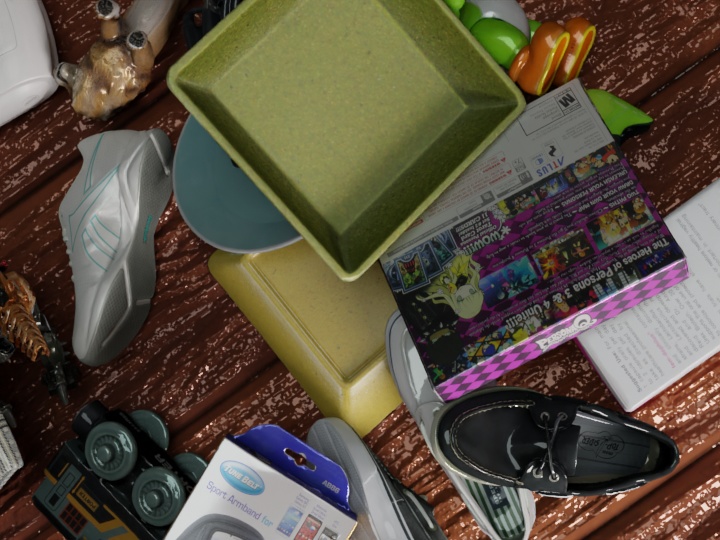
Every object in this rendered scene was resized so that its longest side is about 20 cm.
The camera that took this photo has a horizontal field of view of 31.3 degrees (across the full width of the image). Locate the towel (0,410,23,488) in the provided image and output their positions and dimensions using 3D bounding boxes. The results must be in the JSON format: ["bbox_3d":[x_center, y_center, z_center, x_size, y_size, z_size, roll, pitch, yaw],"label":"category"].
[{"bbox_3d":[-0.347,0.110,1.026,0.034,0.200,0.194,-20,75,-39],"label":"towel"}]

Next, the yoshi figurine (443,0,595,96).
[{"bbox_3d":[0.088,-0.221,1.019,0.198,0.113,0.112,29,68,24],"label":"yoshi figurine"}]

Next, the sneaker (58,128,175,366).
[{"bbox_3d":[-0.212,-0.021,1.069,0.079,0.070,0.203,6,78,20],"label":"sneaker"}]

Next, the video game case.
[{"bbox_3d":[0.112,-0.025,0.942,0.198,0.036,0.183,-28,56,6],"label":"video game case"}]

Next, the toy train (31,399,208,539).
[{"bbox_3d":[-0.169,0.198,1.025,0.200,0.085,0.114,42,104,9],"label":"toy train"}]

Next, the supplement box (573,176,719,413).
[{"bbox_3d":[0.252,0.010,0.961,0.199,0.101,0.104,-37,78,3],"label":"supplement box"}]

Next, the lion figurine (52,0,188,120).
[{"bbox_3d":[-0.176,-0.217,1.076,0.072,0.123,0.201,38,74,1],"label":"lion figurine"}]

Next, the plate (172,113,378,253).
[{"bbox_3d":[-0.064,-0.101,1.042,0.197,0.026,0.203,-12,60,21],"label":"plate"}]

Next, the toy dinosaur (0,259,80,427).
[{"bbox_3d":[-0.290,0.047,1.021,0.101,0.200,0.138,-15,107,-6],"label":"toy dinosaur"}]

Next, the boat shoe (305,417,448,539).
[{"bbox_3d":[0.024,0.201,0.994,0.072,0.070,0.201,-51,60,40],"label":"boat shoe"}]

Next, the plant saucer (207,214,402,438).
[{"bbox_3d":[0.000,0.000,1.034,0.200,0.048,0.200,-41,79,3],"label":"plant saucer"}]

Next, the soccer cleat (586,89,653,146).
[{"bbox_3d":[0.171,-0.044,0.997,0.080,0.068,0.203,19,80,5],"label":"soccer cleat"}]

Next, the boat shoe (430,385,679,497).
[{"bbox_3d":[0.147,0.128,0.931,0.197,0.066,0.076,16,80,-25],"label":"boat shoe"}]

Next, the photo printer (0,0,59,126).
[{"bbox_3d":[-0.364,-0.189,1.110,0.198,0.069,0.168,-28,79,5],"label":"photo printer"}]

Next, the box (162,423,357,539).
[{"bbox_3d":[-0.090,0.218,0.948,0.118,0.041,0.202,31,90,-1],"label":"box"}]

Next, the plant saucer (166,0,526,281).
[{"bbox_3d":[-0.012,-0.129,0.951,0.200,0.048,0.200,-44,98,-13],"label":"plant saucer"}]

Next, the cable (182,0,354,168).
[{"bbox_3d":[-0.059,-0.170,1.031,0.161,0.051,0.202,-23,61,10],"label":"cable"}]

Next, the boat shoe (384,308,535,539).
[{"bbox_3d":[0.083,0.116,0.971,0.073,0.067,0.202,-31,94,1],"label":"boat shoe"}]
